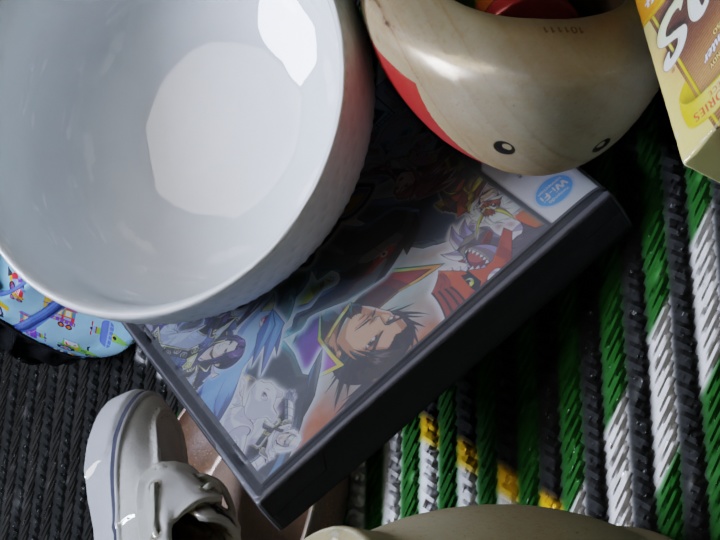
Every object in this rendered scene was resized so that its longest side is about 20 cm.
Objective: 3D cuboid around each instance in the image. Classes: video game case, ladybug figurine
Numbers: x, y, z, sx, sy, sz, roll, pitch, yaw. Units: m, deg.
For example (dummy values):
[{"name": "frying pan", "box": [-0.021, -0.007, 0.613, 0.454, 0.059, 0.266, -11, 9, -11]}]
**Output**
[{"name": "video game case", "box": [0.000, 0.000, 1.134, 0.200, 0.026, 0.181, -41, 36, -3]}, {"name": "ladybug figurine", "box": [0.067, -0.100, 1.108, 0.200, 0.134, 0.072, -103, 14, -62]}]

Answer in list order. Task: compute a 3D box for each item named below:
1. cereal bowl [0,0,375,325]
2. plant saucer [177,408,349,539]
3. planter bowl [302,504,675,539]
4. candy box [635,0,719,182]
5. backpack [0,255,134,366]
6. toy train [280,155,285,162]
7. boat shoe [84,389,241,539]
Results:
[{"name": "cereal bowl", "box": [-0.079, -0.072, 1.154, 0.198, 0.083, 0.202, -3, 81, 24]}, {"name": "plant saucer", "box": [-0.062, 0.133, 1.250, 0.200, 0.034, 0.201, -44, 32, 38]}, {"name": "planter bowl", "box": [0.027, 0.172, 0.931, 0.200, 0.134, 0.201, -44, 34, 40]}, {"name": "candy box", "box": [0.164, -0.134, 1.014, 0.116, 0.055, 0.201, -51, 29, 32]}, {"name": "backpack", "box": [-0.163, -0.041, 1.460, 0.200, 0.134, 0.184, -7, 62, 66]}, {"name": "toy train", "box": [-0.092, -0.070, 1.275, 0.116, 0.085, 0.200, -41, 28, 15]}, {"name": "boat shoe", "box": [-0.087, 0.129, 1.205, 0.069, 0.071, 0.201, -23, 38, 17]}]
